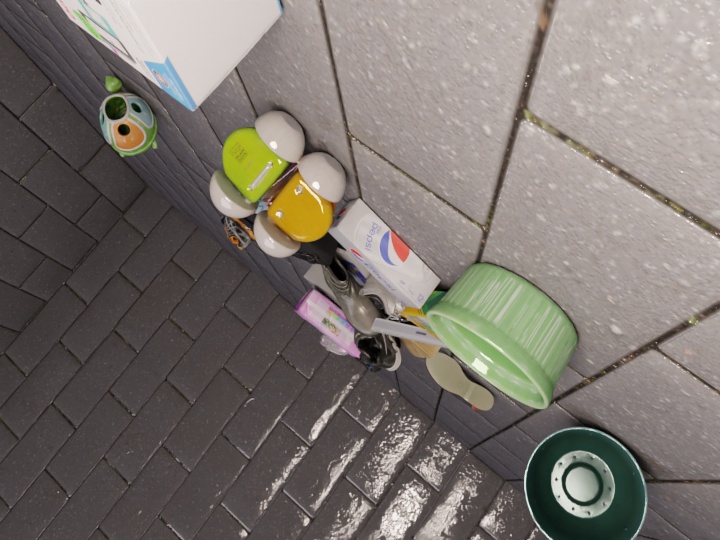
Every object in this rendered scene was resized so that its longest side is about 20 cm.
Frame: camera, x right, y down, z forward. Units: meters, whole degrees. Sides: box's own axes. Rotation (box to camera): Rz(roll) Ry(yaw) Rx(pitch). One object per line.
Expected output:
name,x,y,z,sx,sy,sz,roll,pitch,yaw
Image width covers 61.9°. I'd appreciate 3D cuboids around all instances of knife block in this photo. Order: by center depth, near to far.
knife block,0.100,0.111,1.314,0.175,0.064,0.200,42,169,-4

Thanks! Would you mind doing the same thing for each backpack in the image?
backpack,-0.152,-0.104,1.177,0.195,0.158,0.163,4,155,34

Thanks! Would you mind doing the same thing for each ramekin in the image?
ramekin,0.194,0.083,0.813,0.198,0.098,0.200,39,168,9

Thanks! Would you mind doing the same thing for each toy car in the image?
toy car,-0.118,-0.140,0.920,0.199,0.175,0.151,41,-155,-12

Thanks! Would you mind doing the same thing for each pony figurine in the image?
pony figurine,-0.004,0.177,1.748,0.190,0.168,0.202,29,151,11

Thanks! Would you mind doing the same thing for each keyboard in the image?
keyboard,0.120,0.127,1.201,0.194,0.011,0.057,13,147,-4

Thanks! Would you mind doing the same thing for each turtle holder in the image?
turtle holder,-0.596,-0.399,1.536,0.136,0.192,0.132,5,164,5

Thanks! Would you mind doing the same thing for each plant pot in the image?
plant pot,0.400,0.388,1.079,0.198,0.203,0.161,34,180,24

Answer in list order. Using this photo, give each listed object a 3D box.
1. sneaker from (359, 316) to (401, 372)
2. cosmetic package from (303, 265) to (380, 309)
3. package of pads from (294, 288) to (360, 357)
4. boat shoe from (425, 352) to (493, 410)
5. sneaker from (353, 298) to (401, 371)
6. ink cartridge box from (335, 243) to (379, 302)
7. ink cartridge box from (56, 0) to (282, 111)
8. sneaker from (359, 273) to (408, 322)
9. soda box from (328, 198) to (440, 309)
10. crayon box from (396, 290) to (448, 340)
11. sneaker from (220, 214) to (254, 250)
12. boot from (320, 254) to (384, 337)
sneaker,0.047,0.173,1.431,0.073,0.112,0.200,46,-164,-3
cosmetic package,-0.040,0.049,1.497,0.198,0.082,0.113,31,166,43
package of pads,-0.067,0.130,1.493,0.198,0.076,0.120,38,170,-9
boat shoe,0.238,0.273,1.474,0.198,0.072,0.063,36,171,0
sneaker,0.016,0.125,1.299,0.089,0.066,0.204,5,-128,-54
ink cartridge box,0.000,0.000,1.293,0.094,0.037,0.201,26,159,49
ink cartridge box,-0.203,-0.292,0.566,0.198,0.147,0.147,36,168,17
sneaker,0.085,0.074,1.173,0.198,0.083,0.075,37,169,18
soda box,0.038,-0.026,0.996,0.200,0.064,0.068,44,167,-15
crayon box,0.154,0.087,1.031,0.124,0.052,0.199,33,170,-15
sneaker,-0.440,-0.139,2.100,0.198,0.078,0.078,32,169,42
boot,-0.027,0.042,1.231,0.201,0.067,0.131,50,173,21
